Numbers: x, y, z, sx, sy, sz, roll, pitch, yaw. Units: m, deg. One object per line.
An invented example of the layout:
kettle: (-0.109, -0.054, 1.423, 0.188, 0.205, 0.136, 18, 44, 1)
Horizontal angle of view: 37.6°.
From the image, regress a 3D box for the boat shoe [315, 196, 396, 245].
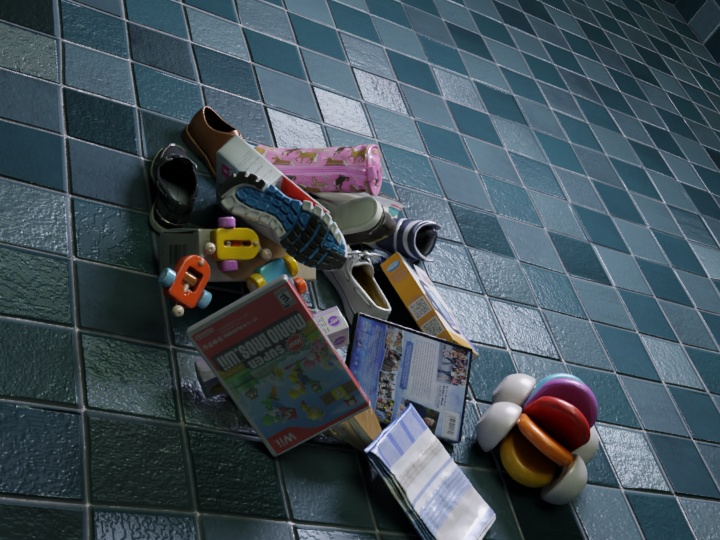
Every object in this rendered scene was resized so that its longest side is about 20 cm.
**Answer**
boat shoe: (-0.036, -0.068, 1.622, 0.061, 0.201, 0.072, 34, 65, -42)

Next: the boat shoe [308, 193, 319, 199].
boat shoe: (-0.034, -0.125, 1.769, 0.200, 0.074, 0.060, 28, 72, -41)

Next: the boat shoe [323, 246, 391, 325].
boat shoe: (-0.004, 0.000, 1.623, 0.074, 0.086, 0.202, 10, 41, -35)

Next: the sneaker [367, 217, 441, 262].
sneaker: (0.097, -0.046, 1.719, 0.108, 0.070, 0.200, 10, -1, 32)

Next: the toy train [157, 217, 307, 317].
toy train: (-0.167, 0.019, 1.369, 0.200, 0.056, 0.150, 30, 69, -30)

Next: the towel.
towel: (0.096, 0.284, 1.393, 0.200, 0.024, 0.147, 54, 34, 1)

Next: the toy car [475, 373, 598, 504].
toy car: (0.281, 0.225, 1.554, 0.175, 0.150, 0.200, 38, 34, 3)

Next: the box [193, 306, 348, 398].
box: (-0.112, 0.103, 1.343, 0.200, 0.041, 0.039, -20, 54, -16)

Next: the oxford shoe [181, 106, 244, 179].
oxford shoe: (-0.201, -0.180, 1.679, 0.200, 0.071, 0.071, 45, 33, 9)

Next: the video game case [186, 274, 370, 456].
video game case: (-0.098, 0.119, 1.285, 0.200, 0.143, 0.017, 57, 12, -19)

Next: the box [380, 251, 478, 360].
box: (0.103, 0.053, 1.655, 0.200, 0.041, 0.119, 60, 13, 27)

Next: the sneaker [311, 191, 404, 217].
sneaker: (-0.013, -0.091, 1.707, 0.070, 0.094, 0.200, 29, 11, 40)

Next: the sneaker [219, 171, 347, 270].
sneaker: (-0.091, -0.060, 1.404, 0.200, 0.075, 0.087, 36, -5, 22)

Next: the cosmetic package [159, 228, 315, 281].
cosmetic package: (-0.169, -0.020, 1.472, 0.200, 0.105, 0.071, 0, 91, -43)

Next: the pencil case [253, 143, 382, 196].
pencil case: (-0.064, -0.150, 1.589, 0.200, 0.083, 0.087, 1, 49, 15)

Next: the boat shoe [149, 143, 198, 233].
boat shoe: (-0.271, -0.136, 1.565, 0.074, 0.066, 0.200, 24, 36, -18)

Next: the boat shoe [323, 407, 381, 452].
boat shoe: (-0.042, 0.179, 1.378, 0.200, 0.069, 0.074, 50, 20, -33)

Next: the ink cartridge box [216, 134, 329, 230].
ink cartridge box: (-0.132, -0.091, 1.535, 0.174, 0.200, 0.044, 41, 72, 6)

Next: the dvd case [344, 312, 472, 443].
dvd case: (0.067, 0.154, 1.504, 0.200, 0.018, 0.143, 19, 69, -24)
